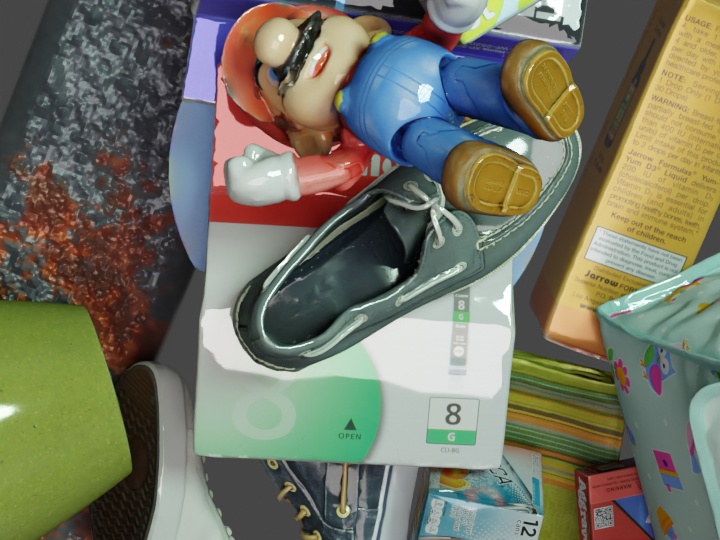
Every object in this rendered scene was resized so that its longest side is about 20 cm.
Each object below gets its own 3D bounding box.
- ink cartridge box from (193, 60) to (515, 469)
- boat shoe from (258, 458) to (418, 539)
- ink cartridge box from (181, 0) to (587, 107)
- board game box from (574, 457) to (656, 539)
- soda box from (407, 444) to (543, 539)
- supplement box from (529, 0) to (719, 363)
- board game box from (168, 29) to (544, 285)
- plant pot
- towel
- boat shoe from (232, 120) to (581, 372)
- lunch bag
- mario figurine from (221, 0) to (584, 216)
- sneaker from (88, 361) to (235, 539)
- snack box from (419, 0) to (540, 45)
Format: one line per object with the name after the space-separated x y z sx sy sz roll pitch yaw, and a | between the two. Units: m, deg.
0.000 0.000 1.198 0.161 0.050 0.200 3 109 -4 | ink cartridge box
-0.018 0.122 1.288 0.091 0.071 0.200 9 99 -4 | boat shoe
0.019 -0.169 1.192 0.198 0.043 0.200 8 92 -6 | ink cartridge box
0.212 0.142 1.289 0.200 0.019 0.103 -9 103 -21 | board game box
0.049 0.191 1.280 0.064 0.068 0.200 10 116 -1 | soda box
0.157 -0.052 1.244 0.069 0.067 0.200 18 105 -8 | supplement box
-0.001 -0.051 1.244 0.200 0.039 0.158 24 96 -5 | board game box
-0.227 0.090 1.221 0.200 0.187 0.187 -16 107 -12 | plant pot
0.094 0.139 1.295 0.086 0.018 0.200 13 115 16 | towel
0.027 -0.015 1.155 0.200 0.062 0.073 -32 91 -4 | boat shoe
0.217 0.095 1.159 0.122 0.200 0.170 -22 111 -16 | lunch bag
-0.001 -0.087 1.094 0.123 0.200 0.106 -32 122 -31 | mario figurine
-0.099 0.146 1.299 0.085 0.073 0.200 -5 101 -37 | sneaker
0.095 -0.219 1.150 0.200 0.053 0.142 -32 98 -5 | snack box
